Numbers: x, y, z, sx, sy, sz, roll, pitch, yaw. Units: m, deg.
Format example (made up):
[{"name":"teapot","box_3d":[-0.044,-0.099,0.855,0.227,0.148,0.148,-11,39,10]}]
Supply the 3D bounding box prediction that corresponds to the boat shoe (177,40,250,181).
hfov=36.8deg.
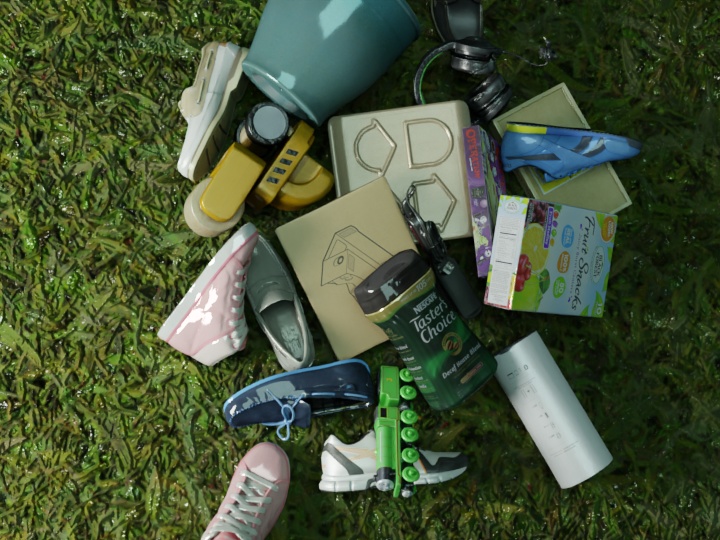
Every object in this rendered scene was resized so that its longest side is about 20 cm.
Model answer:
[{"name":"boat shoe","box_3d":[-0.210,-0.218,1.469,0.068,0.075,0.202,19,73,6]}]

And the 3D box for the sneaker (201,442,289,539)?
[{"name":"sneaker","box_3d":[-0.144,0.311,1.353,0.075,0.105,0.202,26,76,0]}]

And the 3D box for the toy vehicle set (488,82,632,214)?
[{"name":"toy vehicle set","box_3d":[0.282,-0.150,1.531,0.123,0.027,0.201,-27,84,-11]}]

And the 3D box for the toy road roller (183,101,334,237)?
[{"name":"toy road roller","box_3d":[-0.127,-0.113,1.433,0.145,0.123,0.201,36,77,-11]}]

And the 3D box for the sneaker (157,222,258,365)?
[{"name":"sneaker","box_3d":[-0.168,0.038,1.399,0.104,0.075,0.201,38,107,-3]}]

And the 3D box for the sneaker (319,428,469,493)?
[{"name":"sneaker","box_3d":[0.044,0.244,1.410,0.198,0.074,0.081,-2,78,-7]}]

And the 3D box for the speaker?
[{"name":"speaker","box_3d":[0.251,0.185,1.440,0.081,0.081,0.201,-30,84,-11]}]

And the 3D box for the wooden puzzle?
[{"name":"wooden puzzle","box_3d":[0.061,-0.128,1.482,0.198,0.046,0.187,-7,89,-6]}]

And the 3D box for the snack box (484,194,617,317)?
[{"name":"snack box","box_3d":[0.254,-0.016,1.423,0.199,0.053,0.144,7,94,-43]}]

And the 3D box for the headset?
[{"name":"headset","box_3d":[0.171,-0.266,1.490,0.198,0.094,0.124,-21,109,4]}]

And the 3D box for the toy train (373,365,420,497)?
[{"name":"toy train","box_3d":[0.044,0.203,1.386,0.056,0.042,0.201,6,43,-5]}]

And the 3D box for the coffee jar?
[{"name":"coffee jar","box_3d":[0.083,0.075,1.400,0.104,0.085,0.201,-39,97,-18]}]

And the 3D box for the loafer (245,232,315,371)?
[{"name":"loafer","box_3d":[-0.112,0.038,1.430,0.069,0.070,0.201,-26,84,-10]}]

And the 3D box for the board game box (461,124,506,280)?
[{"name":"board game box","box_3d":[0.175,-0.084,1.463,0.032,0.120,0.202,-8,80,17]}]

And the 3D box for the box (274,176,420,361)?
[{"name":"box","box_3d":[0.000,0.000,1.442,0.162,0.021,0.202,-26,99,-4]}]

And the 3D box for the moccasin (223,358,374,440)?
[{"name":"moccasin","box_3d":[-0.076,0.169,1.400,0.198,0.081,0.069,-17,62,-8]}]

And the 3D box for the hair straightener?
[{"name":"hair straightener","box_3d":[0.110,-0.022,1.429,0.041,0.077,0.201,-30,108,-11]}]

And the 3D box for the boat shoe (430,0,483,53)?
[{"name":"boat shoe","box_3d":[0.136,-0.406,1.537,0.074,0.073,0.202,-10,82,-8]}]

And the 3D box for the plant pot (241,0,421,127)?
[{"name":"plant pot","box_3d":[-0.052,-0.302,1.444,0.199,0.200,0.189,36,85,1]}]

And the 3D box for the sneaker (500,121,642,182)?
[{"name":"sneaker","box_3d":[0.289,-0.159,1.494,0.198,0.066,0.079,3,99,-9]}]
